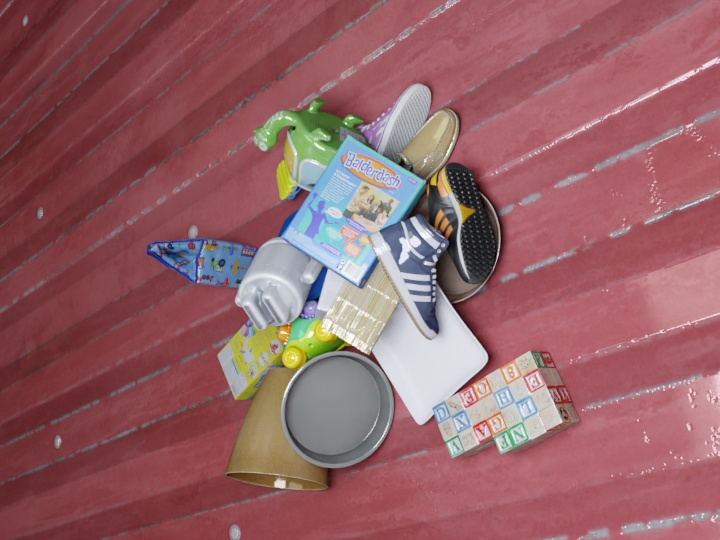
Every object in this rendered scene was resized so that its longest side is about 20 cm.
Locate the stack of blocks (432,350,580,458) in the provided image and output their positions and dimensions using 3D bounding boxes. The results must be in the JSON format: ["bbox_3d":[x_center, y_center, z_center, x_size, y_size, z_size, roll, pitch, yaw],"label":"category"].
[{"bbox_3d":[0.217,0.219,1.224,0.200,0.059,0.115,-37,62,32],"label":"stack of blocks"}]

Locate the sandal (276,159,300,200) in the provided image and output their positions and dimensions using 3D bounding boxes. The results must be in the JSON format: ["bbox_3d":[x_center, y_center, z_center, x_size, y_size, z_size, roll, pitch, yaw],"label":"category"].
[{"bbox_3d":[-0.103,-0.198,1.556,0.200,0.087,0.080,-44,52,53],"label":"sandal"}]

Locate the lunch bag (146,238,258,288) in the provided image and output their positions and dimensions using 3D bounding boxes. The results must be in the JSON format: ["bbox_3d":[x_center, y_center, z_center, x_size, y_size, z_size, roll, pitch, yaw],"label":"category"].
[{"bbox_3d":[-0.342,-0.028,1.693,0.200,0.150,0.094,13,93,42],"label":"lunch bag"}]

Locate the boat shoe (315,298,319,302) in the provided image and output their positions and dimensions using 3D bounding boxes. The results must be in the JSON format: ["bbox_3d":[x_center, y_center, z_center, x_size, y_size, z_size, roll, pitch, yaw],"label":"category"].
[{"bbox_3d":[-0.116,0.056,1.536,0.074,0.068,0.199,-50,55,25],"label":"boat shoe"}]

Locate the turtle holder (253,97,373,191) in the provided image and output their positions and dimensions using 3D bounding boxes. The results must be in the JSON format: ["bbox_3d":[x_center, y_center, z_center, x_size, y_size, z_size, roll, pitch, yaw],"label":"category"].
[{"bbox_3d":[-0.078,-0.206,1.394,0.141,0.185,0.132,57,130,31],"label":"turtle holder"}]

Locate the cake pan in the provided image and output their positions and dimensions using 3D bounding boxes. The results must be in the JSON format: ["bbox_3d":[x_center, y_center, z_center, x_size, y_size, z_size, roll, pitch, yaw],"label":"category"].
[{"bbox_3d":[-0.042,0.236,1.379,0.037,0.200,0.201,-171,91,-73],"label":"cake pan"}]

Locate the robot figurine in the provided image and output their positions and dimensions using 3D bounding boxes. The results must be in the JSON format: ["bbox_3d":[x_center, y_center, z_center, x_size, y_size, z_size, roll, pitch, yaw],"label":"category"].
[{"bbox_3d":[-0.141,0.017,1.395,0.169,0.113,0.200,-15,29,20],"label":"robot figurine"}]

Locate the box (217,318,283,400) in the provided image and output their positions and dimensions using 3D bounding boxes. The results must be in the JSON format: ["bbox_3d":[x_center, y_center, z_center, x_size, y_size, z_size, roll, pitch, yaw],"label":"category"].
[{"bbox_3d":[-0.201,0.156,1.613,0.200,0.048,0.117,-47,56,29],"label":"box"}]

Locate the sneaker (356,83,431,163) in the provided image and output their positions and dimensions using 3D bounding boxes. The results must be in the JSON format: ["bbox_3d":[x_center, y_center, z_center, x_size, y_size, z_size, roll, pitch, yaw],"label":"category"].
[{"bbox_3d":[0.040,-0.261,1.445,0.114,0.073,0.201,48,115,38],"label":"sneaker"}]

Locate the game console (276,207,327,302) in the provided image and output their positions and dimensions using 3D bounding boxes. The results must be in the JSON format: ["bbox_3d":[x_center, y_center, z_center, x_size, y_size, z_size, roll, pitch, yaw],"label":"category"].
[{"bbox_3d":[-0.054,-0.067,1.499,0.200,0.118,0.171,-33,22,26],"label":"game console"}]

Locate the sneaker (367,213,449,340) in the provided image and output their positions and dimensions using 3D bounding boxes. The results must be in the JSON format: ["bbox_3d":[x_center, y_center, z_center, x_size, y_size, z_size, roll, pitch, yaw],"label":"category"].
[{"bbox_3d":[0.102,0.007,1.246,0.108,0.200,0.070,-29,19,1],"label":"sneaker"}]

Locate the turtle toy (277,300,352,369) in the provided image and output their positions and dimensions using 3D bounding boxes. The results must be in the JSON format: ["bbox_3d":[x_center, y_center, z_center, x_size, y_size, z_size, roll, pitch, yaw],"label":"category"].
[{"bbox_3d":[-0.066,0.096,1.426,0.200,0.146,0.101,-41,69,11],"label":"turtle toy"}]

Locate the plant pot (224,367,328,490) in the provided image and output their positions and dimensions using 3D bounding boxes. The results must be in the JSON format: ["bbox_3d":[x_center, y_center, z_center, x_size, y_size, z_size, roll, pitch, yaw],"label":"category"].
[{"bbox_3d":[-0.138,0.286,1.467,0.186,0.186,0.200,-12,62,40],"label":"plant pot"}]

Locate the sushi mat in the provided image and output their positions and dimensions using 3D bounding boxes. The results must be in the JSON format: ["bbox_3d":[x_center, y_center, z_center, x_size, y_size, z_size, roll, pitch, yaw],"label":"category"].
[{"bbox_3d":[0.022,0.027,1.299,0.096,0.012,0.200,28,84,12],"label":"sushi mat"}]

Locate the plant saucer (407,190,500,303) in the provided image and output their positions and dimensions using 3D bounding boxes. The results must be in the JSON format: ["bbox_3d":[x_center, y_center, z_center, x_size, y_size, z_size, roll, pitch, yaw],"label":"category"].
[{"bbox_3d":[0.154,-0.043,1.336,0.200,0.034,0.201,-6,81,42],"label":"plant saucer"}]

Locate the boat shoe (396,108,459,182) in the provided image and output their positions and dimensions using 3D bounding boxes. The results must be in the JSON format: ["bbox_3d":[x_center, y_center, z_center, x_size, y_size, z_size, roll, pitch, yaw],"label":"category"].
[{"bbox_3d":[0.096,-0.190,1.379,0.072,0.076,0.200,42,111,37],"label":"boat shoe"}]

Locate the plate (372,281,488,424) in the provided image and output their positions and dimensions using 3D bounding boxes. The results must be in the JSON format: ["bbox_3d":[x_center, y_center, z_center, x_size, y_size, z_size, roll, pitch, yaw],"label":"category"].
[{"bbox_3d":[0.108,0.121,1.330,0.200,0.032,0.200,-52,60,36],"label":"plate"}]

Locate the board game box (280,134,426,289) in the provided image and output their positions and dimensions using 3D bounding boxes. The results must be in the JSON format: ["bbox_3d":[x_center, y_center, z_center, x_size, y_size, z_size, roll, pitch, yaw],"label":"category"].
[{"bbox_3d":[-0.010,-0.094,1.294,0.152,0.045,0.200,33,86,10],"label":"board game box"}]

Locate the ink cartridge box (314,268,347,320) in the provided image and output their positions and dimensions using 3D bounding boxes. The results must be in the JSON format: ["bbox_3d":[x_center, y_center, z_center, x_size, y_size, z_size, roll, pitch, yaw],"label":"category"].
[{"bbox_3d":[0.000,0.000,1.371,0.050,0.109,0.200,109,176,-63],"label":"ink cartridge box"}]

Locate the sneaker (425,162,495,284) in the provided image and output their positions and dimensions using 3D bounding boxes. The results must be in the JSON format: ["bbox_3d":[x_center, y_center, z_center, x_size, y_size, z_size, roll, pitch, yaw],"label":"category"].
[{"bbox_3d":[0.152,-0.066,1.284,0.090,0.070,0.200,-33,64,54],"label":"sneaker"}]
